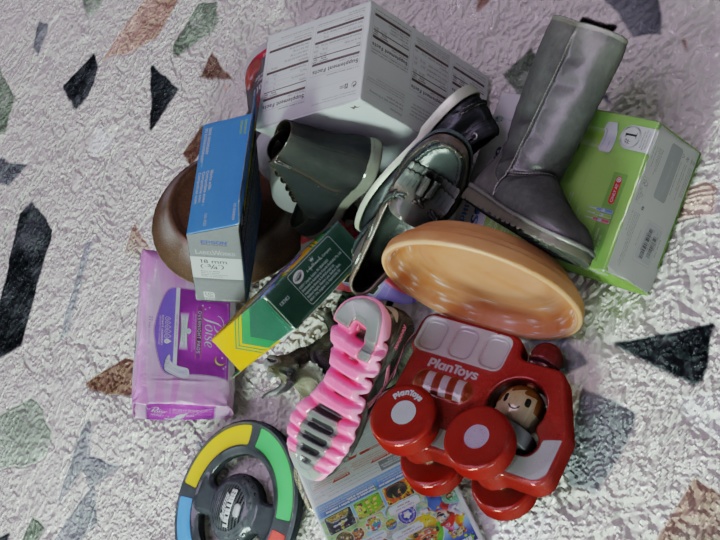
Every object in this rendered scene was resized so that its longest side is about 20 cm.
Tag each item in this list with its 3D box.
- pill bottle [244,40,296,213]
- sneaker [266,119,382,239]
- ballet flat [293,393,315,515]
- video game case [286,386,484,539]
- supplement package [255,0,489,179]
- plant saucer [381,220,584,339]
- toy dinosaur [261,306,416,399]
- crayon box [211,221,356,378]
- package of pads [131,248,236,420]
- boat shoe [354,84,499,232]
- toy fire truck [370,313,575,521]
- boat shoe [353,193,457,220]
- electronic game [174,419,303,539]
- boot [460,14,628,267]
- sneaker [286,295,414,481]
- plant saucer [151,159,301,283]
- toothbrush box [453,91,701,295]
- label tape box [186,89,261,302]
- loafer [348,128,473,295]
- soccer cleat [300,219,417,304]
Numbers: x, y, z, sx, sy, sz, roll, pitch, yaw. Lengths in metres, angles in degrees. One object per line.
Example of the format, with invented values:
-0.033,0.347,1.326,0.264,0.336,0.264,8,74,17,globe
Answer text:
-0.073,-0.167,1.576,0.110,0.110,0.202,-34,47,28,pill bottle
-0.059,-0.102,1.428,0.200,0.105,0.076,136,148,-59,sneaker
-0.043,0.178,1.462,0.075,0.067,0.202,-42,40,51,ballet flat
0.023,0.223,1.353,0.142,0.018,0.201,-26,55,-1,video game case
0.015,-0.178,1.446,0.154,0.199,0.112,-9,66,42,supplement package
0.118,0.006,1.279,0.198,0.200,0.038,1,63,43,plant saucer
-0.003,0.094,1.429,0.197,0.077,0.104,1,72,-1,toy dinosaur
-0.084,0.035,1.461,0.126,0.052,0.200,-46,4,-31,crayon box
-0.206,0.075,1.606,0.076,0.119,0.203,110,161,-66,package of pads
0.069,-0.092,1.360,0.066,0.074,0.200,48,116,14,boat shoe
0.114,0.130,1.294,0.198,0.112,0.169,13,63,33,toy fire truck
0.060,-0.066,1.454,0.069,0.072,0.199,-48,33,-11,boat shoe
-0.138,0.267,1.520,0.198,0.041,0.203,-19,61,37,electronic game
0.191,-0.122,1.239,0.181,0.072,0.201,37,94,44,boot
-0.003,0.120,1.354,0.079,0.095,0.202,34,107,28,sneaker
-0.153,-0.073,1.603,0.197,0.037,0.203,-4,55,6,plant saucer
0.204,-0.077,1.308,0.199,0.086,0.147,19,87,45,toothbrush box
-0.146,-0.078,1.459,0.062,0.201,0.146,4,58,1,label tape box
0.047,-0.048,1.318,0.201,0.071,0.063,-56,5,41,loafer
0.000,0.000,1.494,0.199,0.066,0.077,35,119,43,soccer cleat
